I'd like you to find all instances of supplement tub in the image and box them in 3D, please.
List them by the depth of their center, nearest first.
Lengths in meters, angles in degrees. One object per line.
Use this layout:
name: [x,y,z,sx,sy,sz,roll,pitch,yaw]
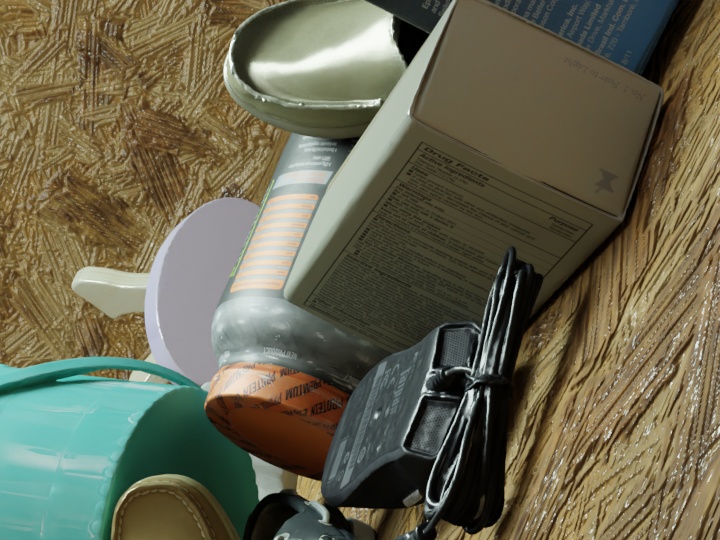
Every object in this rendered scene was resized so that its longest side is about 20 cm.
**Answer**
supplement tub: [0.000,0.000,1.253,0.201,0.122,0.123,-68,7,-22]

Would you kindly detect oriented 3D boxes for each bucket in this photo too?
bucket: [-0.147,0.144,1.257,0.207,0.134,0.208,1,-90,-66]

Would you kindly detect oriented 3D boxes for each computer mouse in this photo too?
computer mouse: [0.031,0.088,1.068,0.200,0.046,0.141,-45,25,58]

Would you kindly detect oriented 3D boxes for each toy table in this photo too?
toy table: [-0.147,0.039,2.096,0.117,0.184,0.200,-35,14,44]

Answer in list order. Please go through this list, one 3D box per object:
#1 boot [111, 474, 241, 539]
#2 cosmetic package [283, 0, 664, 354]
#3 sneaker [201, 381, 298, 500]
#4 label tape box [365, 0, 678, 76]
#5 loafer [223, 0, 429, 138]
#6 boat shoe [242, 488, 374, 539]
boot: [-0.098,0.185,1.078,0.155,0.072,0.201,25,-122,-70]
cosmetic package: [0.046,-0.031,1.098,0.073,0.103,0.200,-68,8,-29]
sneaker: [-0.070,0.143,1.413,0.200,0.075,0.089,-102,27,-57]
label tape box: [0.057,-0.175,1.083,0.145,0.199,0.063,-63,-1,17]
loafer: [0.020,-0.109,1.193,0.068,0.199,0.076,57,-138,-54]
boat shoe: [-0.027,0.151,1.182,0.076,0.060,0.200,-65,7,-2]
